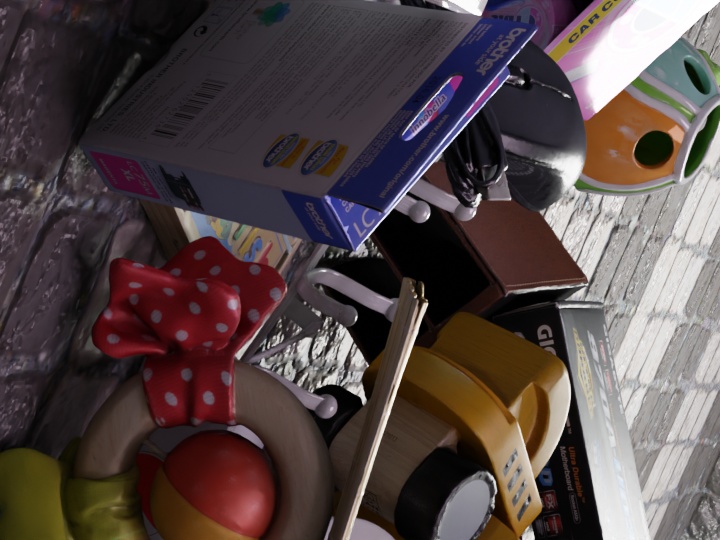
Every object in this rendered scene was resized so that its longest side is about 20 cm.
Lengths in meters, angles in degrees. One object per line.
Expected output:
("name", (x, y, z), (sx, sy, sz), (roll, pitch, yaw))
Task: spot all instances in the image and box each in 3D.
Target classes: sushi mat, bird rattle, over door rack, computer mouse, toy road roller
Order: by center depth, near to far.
("bird rattle", (-0.087, 0.091, 1.056), (0.200, 0.163, 0.113), (-53, 178, -3))
("sushi mat", (-0.001, 0.103, 1.064), (0.096, 0.012, 0.201), (-103, -149, -86))
("over door rack", (0.000, 0.000, 1.174), (0.148, 0.067, 0.200), (-55, -178, 14))
("computer mouse", (0.086, -0.088, 1.177), (0.200, 0.053, 0.139), (25, 47, -66))
("toy road roller", (0.058, 0.120, 1.254), (0.146, 0.123, 0.200), (-46, 142, -23))

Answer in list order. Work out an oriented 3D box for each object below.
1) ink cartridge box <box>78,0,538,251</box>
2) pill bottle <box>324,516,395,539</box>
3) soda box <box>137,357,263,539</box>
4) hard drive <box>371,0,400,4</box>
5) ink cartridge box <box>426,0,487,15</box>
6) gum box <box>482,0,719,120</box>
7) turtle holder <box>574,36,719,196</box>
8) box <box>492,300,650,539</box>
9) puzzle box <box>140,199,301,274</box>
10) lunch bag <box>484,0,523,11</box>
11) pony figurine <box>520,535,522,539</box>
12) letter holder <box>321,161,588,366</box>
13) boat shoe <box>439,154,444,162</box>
("ink cartridge box", (-0.021, -0.070, 0.948), (0.119, 0.200, 0.042), (-49, 128, -25))
("pill bottle", (-0.048, 0.198, 1.223), (0.109, 0.109, 0.200), (-55, -169, -29))
("soda box", (-0.120, 0.150, 1.170), (0.201, 0.064, 0.068), (-66, 161, 1))
("hard drive", (0.004, -0.128, 1.154), (0.200, 0.027, 0.132), (-59, 159, -43))
("ink cartridge box", (0.019, -0.232, 0.942), (0.201, 0.146, 0.083), (-66, 158, 6))
("gum box", (0.165, -0.187, 1.287), (0.200, 0.066, 0.113), (-43, 154, 22))
("turtle holder", (0.202, -0.119, 1.598), (0.141, 0.131, 0.185), (-67, 161, 3))
("box", (0.139, 0.121, 1.359), (0.159, 0.046, 0.201), (5, 73, -73))
("puzzle box", (-0.060, -0.058, 1.133), (0.133, 0.025, 0.200), (-60, 160, -19))
("lunch bag", (0.094, -0.218, 1.073), (0.170, 0.199, 0.128), (-45, 148, -46))
("pony figurine", (0.045, 0.178, 1.412), (0.167, 0.192, 0.201), (-51, 126, -51))
("letter holder", (0.046, -0.018, 1.386), (0.100, 0.142, 0.200), (-37, 170, 18))
("boat shoe", (0.086, -0.086, 1.337), (0.070, 0.072, 0.201), (-49, 163, 21))
